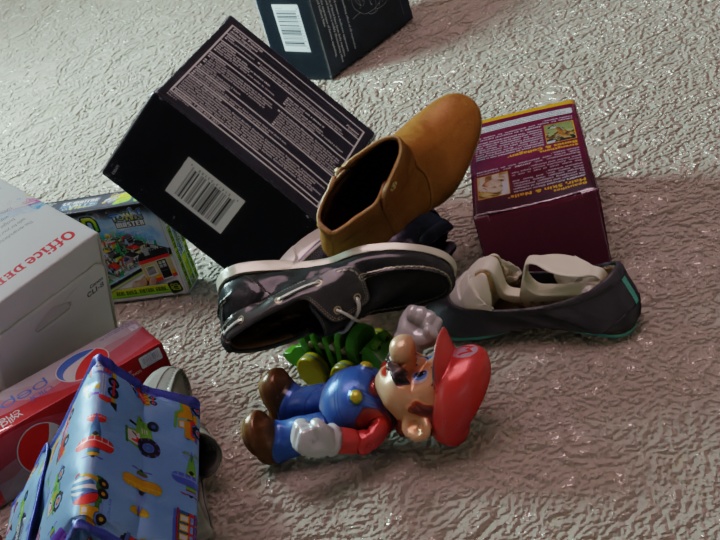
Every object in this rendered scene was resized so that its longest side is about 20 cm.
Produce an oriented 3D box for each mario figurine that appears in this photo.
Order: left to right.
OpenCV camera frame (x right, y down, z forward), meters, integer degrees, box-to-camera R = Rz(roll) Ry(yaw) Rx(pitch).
[{"bbox_3d":[0.003,0.083,0.987,0.198,0.106,0.125,-14,66,23],"label":"mario figurine"}]

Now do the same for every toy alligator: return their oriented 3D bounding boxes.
[{"bbox_3d":[0.006,0.067,1.074,0.198,0.055,0.059,9,38,40],"label":"toy alligator"}]

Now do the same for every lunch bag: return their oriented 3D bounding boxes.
[{"bbox_3d":[-0.202,0.187,0.907,0.200,0.093,0.152,-46,31,29],"label":"lunch bag"}]

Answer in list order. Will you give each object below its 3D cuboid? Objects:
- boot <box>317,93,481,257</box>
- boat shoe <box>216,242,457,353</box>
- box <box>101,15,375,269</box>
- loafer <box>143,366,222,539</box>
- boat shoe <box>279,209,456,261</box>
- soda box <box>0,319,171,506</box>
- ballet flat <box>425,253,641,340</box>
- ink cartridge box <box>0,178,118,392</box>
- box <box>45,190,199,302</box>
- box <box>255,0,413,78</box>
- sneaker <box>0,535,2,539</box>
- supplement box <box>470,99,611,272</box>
[{"bbox_3d":[0.038,-0.090,1.099,0.070,0.144,0.202,36,80,11],"label":"boot"},{"bbox_3d":[-0.018,0.027,1.044,0.197,0.072,0.068,-8,48,4],"label":"boat shoe"},{"bbox_3d":[-0.115,-0.116,1.292,0.123,0.199,0.199,-47,8,35],"label":"box"},{"bbox_3d":[-0.139,0.145,1.007,0.069,0.070,0.201,-20,37,8],"label":"loafer"},{"bbox_3d":[0.000,0.000,1.186,0.092,0.075,0.200,32,65,35],"label":"boat shoe"},{"bbox_3d":[-0.258,0.123,1.119,0.199,0.064,0.070,-30,30,-22],"label":"soda box"},{"bbox_3d":[0.133,0.017,1.076,0.198,0.074,0.073,-1,32,29],"label":"ballet flat"},{"bbox_3d":[-0.350,0.018,1.221,0.199,0.146,0.145,26,49,30],"label":"ink cartridge box"},{"bbox_3d":[-0.275,-0.020,1.333,0.197,0.111,0.035,-8,29,19],"label":"box"},{"bbox_3d":[-0.038,-0.375,1.785,0.106,0.150,0.200,9,38,40],"label":"box"},{"bbox_3d":[-0.336,0.219,0.954,0.116,0.078,0.200,-48,6,-27],"label":"sneaker"},{"bbox_3d":[0.162,-0.071,1.195,0.109,0.087,0.201,-13,28,10],"label":"supplement box"}]
